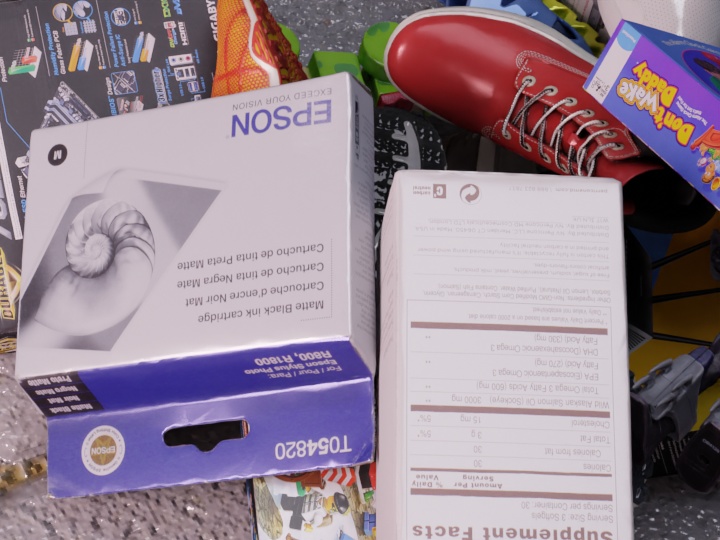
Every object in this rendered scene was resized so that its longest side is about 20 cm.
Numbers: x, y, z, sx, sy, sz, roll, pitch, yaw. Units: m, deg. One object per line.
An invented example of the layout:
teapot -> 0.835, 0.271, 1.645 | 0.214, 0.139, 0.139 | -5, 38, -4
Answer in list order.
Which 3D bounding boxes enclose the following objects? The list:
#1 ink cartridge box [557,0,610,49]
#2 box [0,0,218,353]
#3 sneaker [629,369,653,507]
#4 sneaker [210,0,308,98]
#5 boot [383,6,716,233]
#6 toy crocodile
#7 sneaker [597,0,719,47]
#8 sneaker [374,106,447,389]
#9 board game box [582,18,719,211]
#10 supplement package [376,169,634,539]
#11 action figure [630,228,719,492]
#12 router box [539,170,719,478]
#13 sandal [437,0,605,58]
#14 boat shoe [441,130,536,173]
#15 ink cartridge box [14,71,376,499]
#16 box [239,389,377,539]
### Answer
ink cartridge box -> 0.157, -0.170, 1.401 | 0.085, 0.148, 0.201 | -14, 57, -23
box -> -0.150, -0.063, 1.257 | 0.197, 0.050, 0.202 | -10, 75, -15
sneaker -> 0.103, 0.064, 1.216 | 0.077, 0.086, 0.202 | 15, 62, -37
sneaker -> -0.064, -0.075, 1.220 | 0.076, 0.073, 0.202 | -18, 61, 15
boot -> 0.105, -0.084, 1.231 | 0.198, 0.073, 0.144 | 20, 20, -2
toy crocodile -> -0.022, -0.110, 1.359 | 0.198, 0.068, 0.062 | -2, 55, -17
sneaker -> 0.186, -0.211, 1.273 | 0.073, 0.116, 0.202 | 6, 54, -13
sneaker -> 0.000, 0.000, 1.256 | 0.073, 0.080, 0.202 | 14, 65, -3
board game box -> 0.234, -0.067, 1.203 | 0.199, 0.045, 0.135 | 9, 29, -43
supplement package -> 0.068, 0.065, 1.091 | 0.116, 0.117, 0.202 | 2, 71, -5
action figure -> 0.224, 0.038, 1.181 | 0.130, 0.070, 0.200 | 30, 53, 29
router box -> 0.184, 0.021, 1.286 | 0.148, 0.051, 0.201 | -9, 53, 11
sandal -> 0.087, -0.150, 1.351 | 0.086, 0.080, 0.201 | -11, 64, -37
boat shoe -> 0.056, 0.002, 1.300 | 0.059, 0.072, 0.202 | -7, 57, 32
ink cartridge box -> -0.087, 0.009, 1.147 | 0.198, 0.041, 0.202 | -9, 70, 22
box -> 0.015, 0.162, 1.135 | 0.135, 0.038, 0.202 | -5, 72, -8
